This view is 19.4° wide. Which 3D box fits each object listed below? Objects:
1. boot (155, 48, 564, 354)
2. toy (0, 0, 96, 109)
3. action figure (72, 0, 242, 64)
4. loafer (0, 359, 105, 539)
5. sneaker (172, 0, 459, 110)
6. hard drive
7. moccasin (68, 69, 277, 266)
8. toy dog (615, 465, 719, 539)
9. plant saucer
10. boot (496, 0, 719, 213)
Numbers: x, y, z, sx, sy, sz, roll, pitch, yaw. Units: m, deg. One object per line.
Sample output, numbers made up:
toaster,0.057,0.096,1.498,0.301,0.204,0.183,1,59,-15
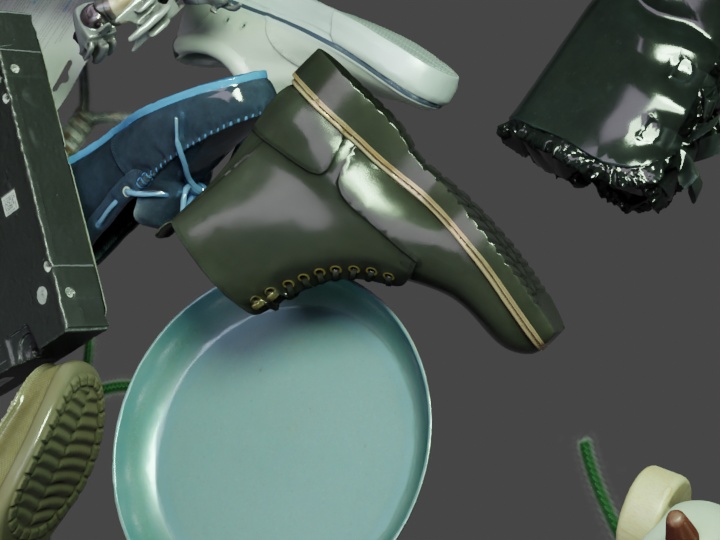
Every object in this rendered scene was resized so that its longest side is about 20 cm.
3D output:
boot,0.000,0.000,1.135,0.138,0.077,0.200,-44,78,8
toy,-0.227,-0.158,1.335,0.200,0.047,0.116,38,98,34
action figure,-0.143,-0.184,1.223,0.199,0.070,0.130,23,51,30
loafer,-0.214,0.137,1.211,0.067,0.076,0.201,24,85,24
sneaker,-0.028,-0.118,1.217,0.199,0.073,0.071,26,98,38
hard drive,-0.221,-0.035,1.251,0.139,0.038,0.202,-31,70,42
moccasin,-0.110,-0.055,1.220,0.199,0.080,0.069,-27,79,47
toy dog,0.142,0.187,1.003,0.131,0.096,0.202,-3,71,26
plant saucer,-0.047,0.097,1.169,0.198,0.027,0.202,-9,69,23
boot,0.128,-0.132,1.135,0.197,0.073,0.163,29,86,27
